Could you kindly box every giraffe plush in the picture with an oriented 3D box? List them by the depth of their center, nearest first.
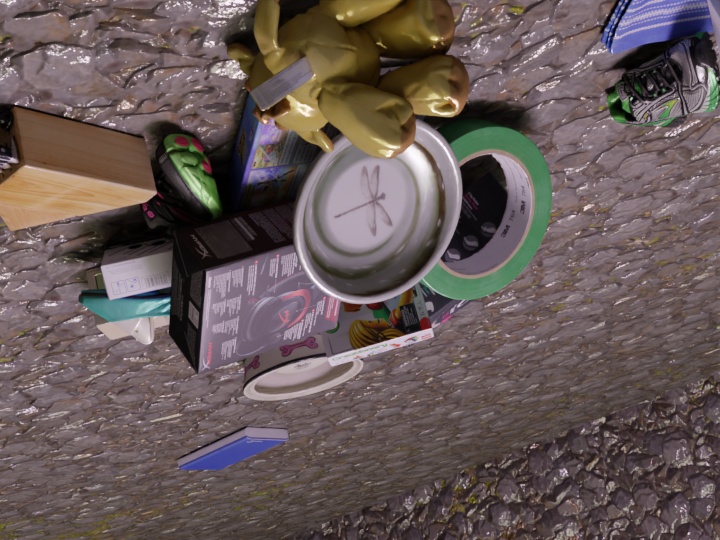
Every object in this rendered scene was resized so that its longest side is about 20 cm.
[{"bbox_3d":[-0.029,-0.169,0.989,0.199,0.173,0.162,-19,-176,-22],"label":"giraffe plush"}]

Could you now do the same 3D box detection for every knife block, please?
[{"bbox_3d":[-0.298,-0.107,1.049,0.199,0.064,0.176,-12,160,-8],"label":"knife block"}]

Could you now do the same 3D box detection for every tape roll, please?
[{"bbox_3d":[0.125,-0.069,1.295,0.200,0.201,0.048,-2,-162,-32],"label":"tape roll"}]

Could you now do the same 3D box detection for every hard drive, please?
[{"bbox_3d":[-0.266,0.374,2.398,0.200,0.025,0.132,-28,156,30],"label":"hard drive"}]

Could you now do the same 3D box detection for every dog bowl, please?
[{"bbox_3d":[-0.098,0.141,1.836,0.199,0.074,0.200,-13,160,-5],"label":"dog bowl"}]

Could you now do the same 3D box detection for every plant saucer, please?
[{"bbox_3d":[0.011,-0.066,1.174,0.199,0.050,0.201,-14,117,-28],"label":"plant saucer"}]

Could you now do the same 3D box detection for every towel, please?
[{"bbox_3d":[0.326,-0.280,1.107,0.144,0.024,0.200,-12,159,-11],"label":"towel"}]

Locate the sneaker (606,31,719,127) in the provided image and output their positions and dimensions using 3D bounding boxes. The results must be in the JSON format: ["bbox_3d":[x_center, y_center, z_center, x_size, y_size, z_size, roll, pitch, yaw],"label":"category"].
[{"bbox_3d":[0.324,-0.193,1.229,0.085,0.078,0.200,-8,169,-8],"label":"sneaker"}]

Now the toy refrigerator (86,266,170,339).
[{"bbox_3d":[-0.228,0.016,1.410,0.199,0.076,0.070,-15,160,1],"label":"toy refrigerator"}]

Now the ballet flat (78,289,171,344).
[{"bbox_3d":[-0.229,0.051,1.337,0.199,0.071,0.067,-4,180,-3],"label":"ballet flat"}]

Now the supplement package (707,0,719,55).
[{"bbox_3d":[0.475,-0.215,1.114,0.199,0.192,0.147,-28,157,14],"label":"supplement package"}]

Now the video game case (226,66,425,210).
[{"bbox_3d":[-0.037,-0.136,1.189,0.180,0.046,0.200,-10,159,-19],"label":"video game case"}]

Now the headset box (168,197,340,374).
[{"bbox_3d":[-0.099,0.009,1.234,0.199,0.075,0.149,-18,137,-30],"label":"headset box"}]

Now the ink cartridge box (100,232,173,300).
[{"bbox_3d":[-0.193,-0.020,1.318,0.199,0.044,0.094,-12,-163,-5],"label":"ink cartridge box"}]

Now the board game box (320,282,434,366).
[{"bbox_3d":[0.000,0.000,1.351,0.126,0.201,0.035,-17,158,2],"label":"board game box"}]

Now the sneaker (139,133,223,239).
[{"bbox_3d":[-0.190,-0.074,1.199,0.083,0.077,0.200,-17,159,-8],"label":"sneaker"}]

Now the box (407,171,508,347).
[{"bbox_3d":[0.111,-0.011,1.432,0.200,0.106,0.122,-36,169,-6],"label":"box"}]
